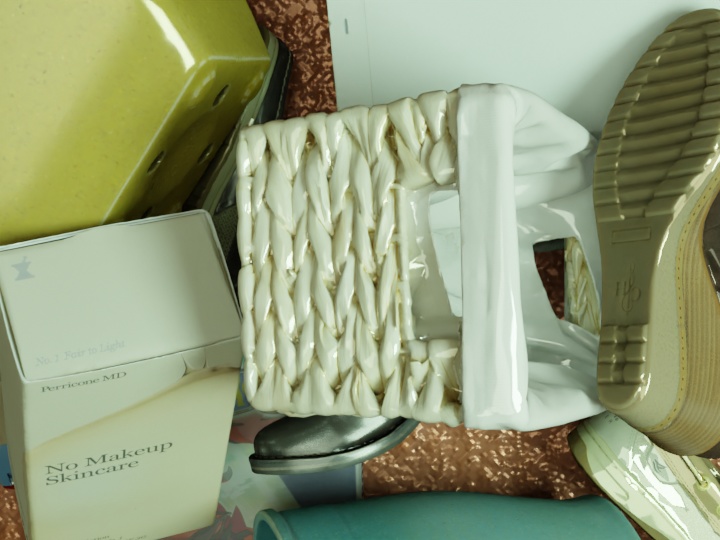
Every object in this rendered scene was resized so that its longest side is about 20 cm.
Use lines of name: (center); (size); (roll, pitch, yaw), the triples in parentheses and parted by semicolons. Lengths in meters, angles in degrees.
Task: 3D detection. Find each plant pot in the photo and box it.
plant pot: (0.058, 0.204, 0.766); (0.187, 0.200, 0.202); (-11, 101, -13)
plant pot: (-0.162, -0.111, 0.711); (0.199, 0.195, 0.195); (36, 103, 7)

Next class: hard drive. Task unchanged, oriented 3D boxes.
hard drive: (0.084, -0.126, 0.702); (0.198, 0.026, 0.133); (0, 121, 10)

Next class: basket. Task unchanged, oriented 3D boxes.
basket: (0.037, 0.001, 0.653); (0.122, 0.200, 0.137); (-4, 86, 21)

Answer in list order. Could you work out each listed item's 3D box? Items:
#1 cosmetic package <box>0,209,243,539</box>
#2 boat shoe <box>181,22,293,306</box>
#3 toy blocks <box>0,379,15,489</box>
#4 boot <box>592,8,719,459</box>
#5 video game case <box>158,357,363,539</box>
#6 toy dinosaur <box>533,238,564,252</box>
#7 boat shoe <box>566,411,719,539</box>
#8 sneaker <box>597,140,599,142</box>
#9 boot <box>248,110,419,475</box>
cosmetic package: (-0.120, 0.064, 0.708); (0.103, 0.200, 0.073); (-12, 60, -17)
boat shoe: (-0.077, -0.033, 0.801); (0.066, 0.072, 0.202); (21, 88, -36)
toy blocks: (-0.256, 0.068, 0.832); (0.199, 0.100, 0.138); (-10, 109, 19)
boot: (0.183, -0.008, 0.701); (0.072, 0.166, 0.202); (6, 83, 48)
video game case: (-0.097, 0.114, 0.852); (0.198, 0.023, 0.184); (0, 102, 6)
toy dinosaur: (0.175, 0.017, 0.786); (0.102, 0.077, 0.201); (-28, 107, 26)
boat shoe: (0.205, 0.139, 0.797); (0.200, 0.074, 0.066); (41, 100, -8)
sneaker: (0.123, -0.141, 0.742); (0.074, 0.087, 0.202); (5, 103, 3)
boot: (0.000, 0.000, 0.786); (0.199, 0.069, 0.175); (-27, 98, -15)
